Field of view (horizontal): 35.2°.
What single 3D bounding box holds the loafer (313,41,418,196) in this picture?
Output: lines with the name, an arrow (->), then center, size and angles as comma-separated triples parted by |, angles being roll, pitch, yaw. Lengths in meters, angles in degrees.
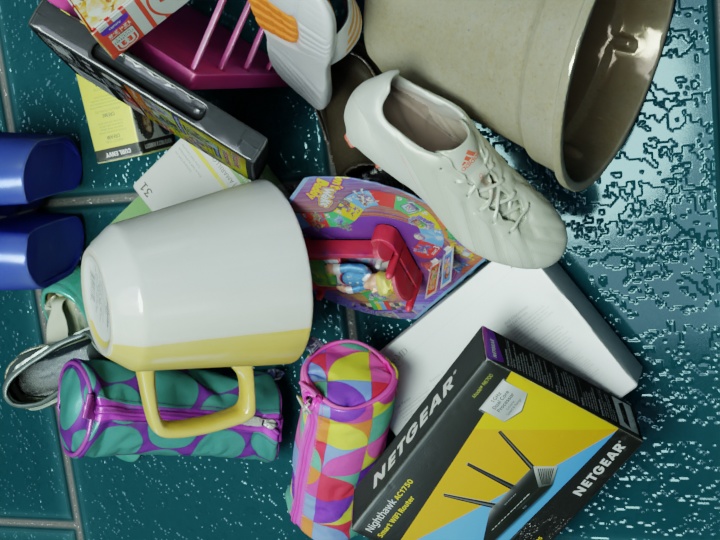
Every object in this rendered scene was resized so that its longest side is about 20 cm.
loafer -> 0.010, -0.100, 0.939 | 0.072, 0.071, 0.202 | -24, 94, 23

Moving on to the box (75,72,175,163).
box -> -0.219, -0.200, 0.999 | 0.050, 0.075, 0.202 | -9, 98, 19

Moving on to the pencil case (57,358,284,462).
pencil case -> -0.162, 0.123, 0.991 | 0.092, 0.198, 0.086 | -1, 84, 57

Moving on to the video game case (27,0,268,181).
video game case -> -0.152, -0.130, 0.869 | 0.180, 0.200, 0.026 | 32, 88, -5

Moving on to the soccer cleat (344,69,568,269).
soccer cleat -> 0.075, -0.068, 0.813 | 0.199, 0.070, 0.077 | 35, 155, -12

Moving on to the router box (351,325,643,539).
router box -> 0.104, 0.159, 0.907 | 0.148, 0.051, 0.201 | 27, 117, -14

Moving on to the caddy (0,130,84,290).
caddy -> -0.321, -0.054, 1.010 | 0.104, 0.200, 0.143 | 2, 99, 4

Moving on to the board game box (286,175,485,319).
board game box -> 0.000, 0.000, 0.914 | 0.157, 0.039, 0.200 | 25, 149, -12

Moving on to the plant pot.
plant pot -> 0.110, -0.184, 0.834 | 0.182, 0.200, 0.203 | 23, 110, 26

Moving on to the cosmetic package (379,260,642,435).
cosmetic package -> 0.112, 0.086, 0.958 | 0.200, 0.052, 0.151 | -40, 89, 24

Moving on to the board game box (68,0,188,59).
board game box -> -0.168, -0.267, 0.762 | 0.151, 0.046, 0.201 | -37, 76, -1

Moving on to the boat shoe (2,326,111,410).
boat shoe -> -0.227, 0.081, 1.015 | 0.198, 0.062, 0.074 | -16, 100, 4

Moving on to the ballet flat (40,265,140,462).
ballet flat -> -0.265, 0.098, 1.086 | 0.067, 0.070, 0.202 | -7, 101, 35

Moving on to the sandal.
sandal -> -0.036, -0.185, 0.836 | 0.079, 0.207, 0.059 | 40, 81, 5

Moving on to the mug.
mug -> -0.131, 0.030, 0.892 | 0.149, 0.152, 0.189 | -31, 71, 61

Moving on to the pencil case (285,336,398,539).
pencil case -> -0.021, 0.147, 0.968 | 0.088, 0.089, 0.201 | 19, 134, 15

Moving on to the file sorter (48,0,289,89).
file sorter -> -0.119, -0.232, 0.887 | 0.138, 0.200, 0.126 | 32, 108, 11

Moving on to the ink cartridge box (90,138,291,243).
ink cartridge box -> -0.153, -0.026, 1.031 | 0.200, 0.048, 0.146 | -39, 88, 21
